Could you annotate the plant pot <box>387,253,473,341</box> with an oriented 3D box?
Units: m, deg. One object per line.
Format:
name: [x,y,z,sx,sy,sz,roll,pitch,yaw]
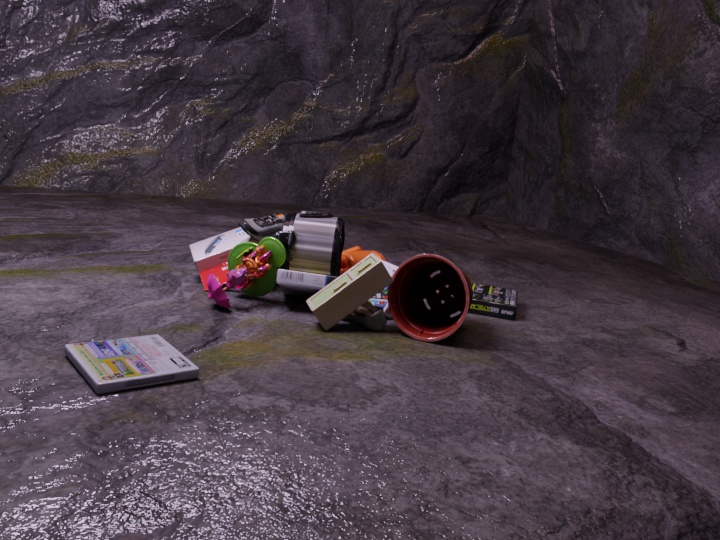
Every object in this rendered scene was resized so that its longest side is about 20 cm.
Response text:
plant pot: [0.190,0.062,1.637,0.198,0.205,0.195,11,5,20]

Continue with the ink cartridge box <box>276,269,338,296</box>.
ink cartridge box: [-0.115,0.039,1.740,0.194,0.048,0.200,6,-6,-2]

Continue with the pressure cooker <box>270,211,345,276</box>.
pressure cooker: [-0.145,-0.066,1.788,0.196,0.178,0.180,6,40,3]

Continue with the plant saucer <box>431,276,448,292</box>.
plant saucer: [0.190,0.044,2.050,0.196,0.036,0.200,6,12,-1]

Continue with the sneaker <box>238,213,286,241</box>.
sneaker: [-0.257,-0.126,1.834,0.074,0.080,0.199,43,22,28]

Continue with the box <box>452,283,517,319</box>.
box: [0.360,0.084,1.936,0.190,0.048,0.200,7,13,12]

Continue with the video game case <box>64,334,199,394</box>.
video game case: [-0.417,0.165,1.206,0.180,0.022,0.199,-3,16,-39]

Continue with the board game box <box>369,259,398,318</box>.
board game box: [0.053,0.040,1.781,0.035,0.127,0.199,38,-7,-32]

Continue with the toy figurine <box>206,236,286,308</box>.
toy figurine: [-0.297,0.017,1.652,0.199,0.151,0.184,-35,5,30]

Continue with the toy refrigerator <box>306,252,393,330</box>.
toy refrigerator: [-0.028,0.047,1.570,0.199,0.070,0.076,-35,23,-4]

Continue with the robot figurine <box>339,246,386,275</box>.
robot figurine: [0.000,-0.002,1.961,0.197,0.119,0.143,-2,14,-36]

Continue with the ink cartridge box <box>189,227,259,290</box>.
ink cartridge box: [-0.360,-0.043,1.838,0.197,0.045,0.177,-21,39,-12]

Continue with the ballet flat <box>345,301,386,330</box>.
ballet flat: [-0.016,0.089,1.637,0.198,0.065,0.067,18,43,39]
